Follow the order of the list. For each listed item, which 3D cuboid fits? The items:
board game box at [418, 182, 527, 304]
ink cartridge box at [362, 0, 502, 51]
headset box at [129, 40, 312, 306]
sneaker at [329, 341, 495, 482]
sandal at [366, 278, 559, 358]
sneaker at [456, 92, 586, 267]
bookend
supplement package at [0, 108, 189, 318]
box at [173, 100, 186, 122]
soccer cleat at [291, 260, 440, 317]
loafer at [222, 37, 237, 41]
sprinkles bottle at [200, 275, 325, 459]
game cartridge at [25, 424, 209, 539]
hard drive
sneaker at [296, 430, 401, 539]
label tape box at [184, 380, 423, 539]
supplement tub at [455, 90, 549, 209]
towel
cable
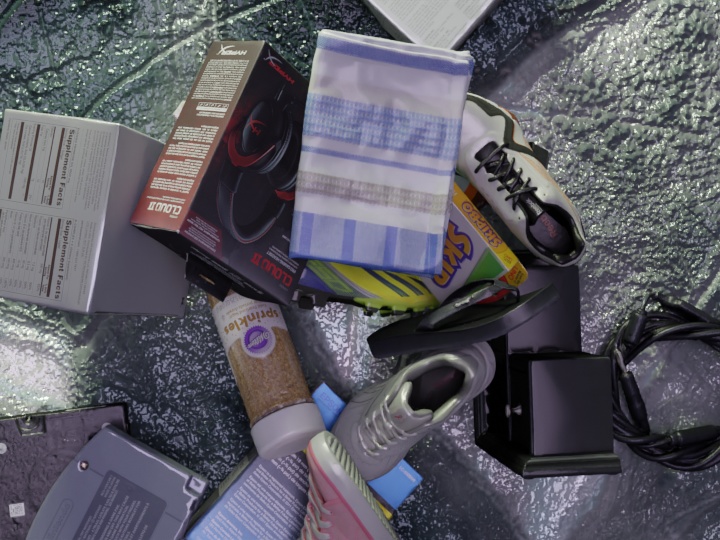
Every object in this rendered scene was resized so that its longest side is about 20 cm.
[{"bbox_3d":[0.064,-0.046,1.007,0.200,0.095,0.030,49,47,-1],"label":"board game box"},{"bbox_3d":[0.059,-0.329,1.098,0.200,0.057,0.163,42,86,4],"label":"ink cartridge box"},{"bbox_3d":[-0.100,-0.074,0.944,0.148,0.074,0.203,37,71,-44],"label":"headset box"},{"bbox_3d":[0.033,0.129,0.985,0.200,0.099,0.078,-43,82,11],"label":"sneaker"},{"bbox_3d":[0.084,0.040,0.973,0.198,0.076,0.044,-16,99,34],"label":"sandal"},{"bbox_3d":[0.141,-0.084,0.981,0.074,0.080,0.200,-44,98,10],"label":"sneaker"},{"bbox_3d":[0.169,0.080,1.024,0.090,0.200,0.203,-2,90,-6],"label":"bookend"},{"bbox_3d":[-0.233,-0.044,0.970,0.109,0.200,0.159,9,89,13],"label":"supplement package"},{"bbox_3d":[-0.105,-0.095,1.076,0.039,0.041,0.200,-45,95,-5],"label":"box"},{"bbox_3d":[0.000,0.000,1.050,0.197,0.064,0.086,8,80,-29],"label":"soccer cleat"},{"bbox_3d":[-0.111,-0.117,1.017,0.070,0.073,0.204,6,87,-6],"label":"loafer"},{"bbox_3d":[-0.097,0.075,1.027,0.067,0.068,0.203,-20,69,-6],"label":"sprinkles bottle"},{"bbox_3d":[-0.243,0.257,1.014,0.132,0.040,0.202,28,88,0],"label":"game cartridge"},{"bbox_3d":[-0.287,0.238,1.054,0.137,0.038,0.204,-7,89,-6],"label":"hard drive"},{"bbox_3d":[-0.027,0.237,0.968,0.103,0.076,0.202,-28,129,-1],"label":"sneaker"},{"bbox_3d":[-0.056,0.230,1.066,0.144,0.063,0.200,43,83,-4],"label":"label tape box"},{"bbox_3d":[0.085,-0.128,1.063,0.197,0.107,0.108,25,87,-5],"label":"supplement tub"},{"bbox_3d":[0.019,-0.101,0.940,0.144,0.024,0.204,8,92,-11],"label":"towel"},{"bbox_3d":[0.342,0.128,1.117,0.198,0.051,0.165,30,87,-6],"label":"cable"}]
